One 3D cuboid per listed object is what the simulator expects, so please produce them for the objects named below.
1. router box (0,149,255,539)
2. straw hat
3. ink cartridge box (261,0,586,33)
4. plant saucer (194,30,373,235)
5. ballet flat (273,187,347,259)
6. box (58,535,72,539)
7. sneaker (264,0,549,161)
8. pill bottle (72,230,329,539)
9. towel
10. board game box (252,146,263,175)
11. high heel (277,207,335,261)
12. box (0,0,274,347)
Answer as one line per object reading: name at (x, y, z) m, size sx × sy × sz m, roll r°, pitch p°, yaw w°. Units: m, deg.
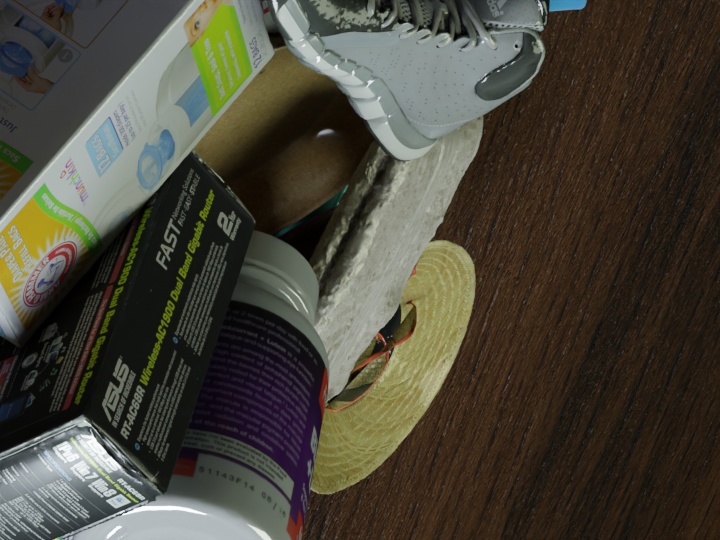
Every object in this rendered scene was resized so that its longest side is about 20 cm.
router box at (-0.144, 0.045, 1.464) m, size 0.150 × 0.062 × 0.200 m, roll -24°, pitch -148°, yaw 33°
straw hat at (-0.013, 0.042, 1.979) m, size 0.201 × 0.085 × 0.201 m, roll -45°, pitch 152°, yaw -31°
ink cartridge box at (0.021, -0.200, 1.505) m, size 0.199 × 0.085 × 0.145 m, roll -5°, pitch 139°, yaw -13°
plant saucer at (-0.072, -0.071, 1.589) m, size 0.200 × 0.036 × 0.200 m, roll -23°, pitch 156°, yaw -11°
ballet flat at (-0.006, -0.089, 1.831) m, size 0.200 × 0.069 × 0.069 m, roll -52°, pitch 161°, yaw -6°
box at (-0.148, 0.121, 1.600) m, size 0.200 × 0.048 × 0.118 m, roll -31°, pitch 153°, yaw -55°
sneaker at (0.029, -0.133, 1.462) m, size 0.115 × 0.075 × 0.200 m, roll -22°, pitch 151°, yaw 14°
pill bottle at (-0.075, 0.077, 1.523) m, size 0.112 × 0.111 × 0.200 m, roll 104°, pitch -2°, yaw -46°
towel at (0.000, 0.000, 1.665) m, size 0.200 × 0.034 × 0.132 m, roll -62°, pitch 168°, yaw 18°
board game box at (-0.014, -0.158, 1.693) m, size 0.200 × 0.057 × 0.166 m, roll -44°, pitch 160°, yaw -31°
high heel at (-0.046, -0.005, 1.704) m, size 0.200 × 0.067 × 0.096 m, roll 17°, pitch 95°, yaw -64°
box at (-0.147, -0.082, 1.422) m, size 0.200 × 0.101 × 0.113 m, roll -50°, pitch 160°, yaw -16°
